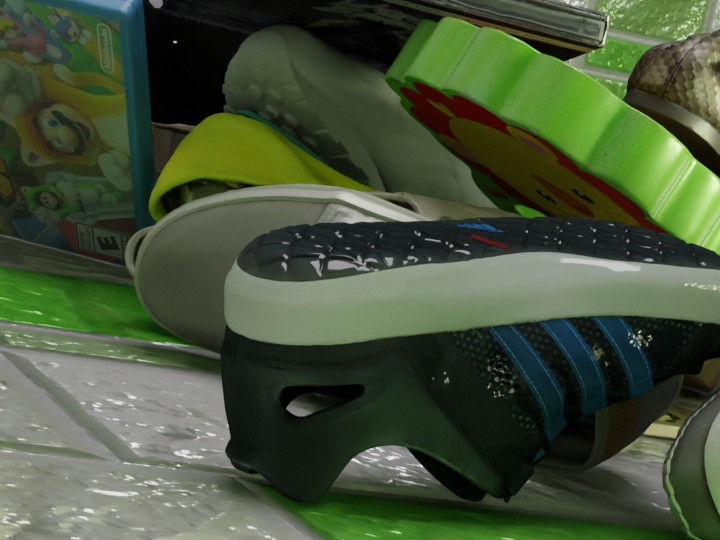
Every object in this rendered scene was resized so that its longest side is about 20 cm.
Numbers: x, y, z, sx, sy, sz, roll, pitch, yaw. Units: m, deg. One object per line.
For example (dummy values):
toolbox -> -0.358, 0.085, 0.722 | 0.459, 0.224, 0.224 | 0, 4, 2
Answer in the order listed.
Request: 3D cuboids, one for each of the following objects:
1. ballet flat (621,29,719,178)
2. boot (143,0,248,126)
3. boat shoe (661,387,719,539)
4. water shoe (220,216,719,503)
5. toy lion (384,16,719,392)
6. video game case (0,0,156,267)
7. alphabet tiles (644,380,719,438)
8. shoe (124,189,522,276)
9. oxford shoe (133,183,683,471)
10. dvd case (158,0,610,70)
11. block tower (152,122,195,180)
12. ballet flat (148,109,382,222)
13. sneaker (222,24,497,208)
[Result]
ballet flat -> 0.149, -0.051, 0.923 | 0.067, 0.046, 0.200 | 24, -6, 25
boot -> -0.010, -0.091, 1.077 | 0.157, 0.080, 0.211 | 16, 6, 35
boat shoe -> 0.148, 0.055, 0.738 | 0.060, 0.072, 0.201 | -16, -1, 37
water shoe -> 0.042, 0.028, 0.693 | 0.199, 0.079, 0.071 | 0, 14, -32
toy lion -> 0.092, -0.028, 0.876 | 0.191, 0.069, 0.200 | 33, -6, -5
video game case -> -0.182, -0.077, 0.970 | 0.199, 0.143, 0.018 | 14, 47, 13
alphabet tiles -> 0.138, 0.053, 0.964 | 0.199, 0.006, 0.166 | 9, 8, -22
shoe -> 0.004, 0.007, 0.837 | 0.199, 0.070, 0.053 | 6, -9, 29
oxford shoe -> 0.009, 0.020, 0.781 | 0.199, 0.075, 0.058 | 14, 34, 19
dvd case -> 0.001, -0.103, 0.916 | 0.148, 0.016, 0.200 | 14, -3, -10
block tower -> -0.050, -0.033, 1.113 | 0.199, 0.058, 0.054 | 13, 6, 11
ballet flat -> 0.000, 0.000, 0.908 | 0.200, 0.067, 0.067 | 28, 45, 23
sneaker -> 0.015, -0.054, 0.998 | 0.076, 0.081, 0.200 | 25, -14, 42
